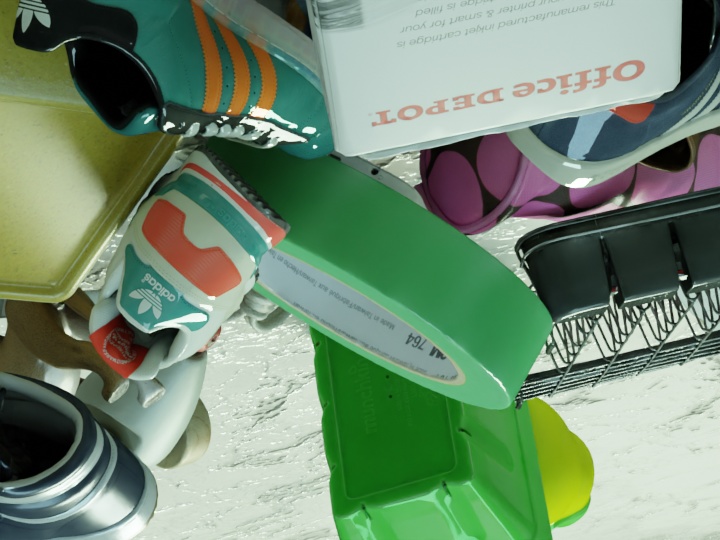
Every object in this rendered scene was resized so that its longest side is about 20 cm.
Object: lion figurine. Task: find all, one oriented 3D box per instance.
[{"bbox_3d":[-0.173,0.051,1.250,0.072,0.123,0.200,-26,159,-47],"label":"lion figurine"}]

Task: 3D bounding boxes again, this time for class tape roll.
[{"bbox_3d":[0.000,0.000,1.180,0.200,0.048,0.201,29,169,6],"label":"tape roll"}]

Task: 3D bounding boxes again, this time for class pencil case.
[{"bbox_3d":[0.119,-0.053,1.242,0.199,0.091,0.094,5,137,-41],"label":"pencil case"}]

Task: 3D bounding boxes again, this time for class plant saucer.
[{"bbox_3d":[-0.172,-0.050,1.068,0.199,0.049,0.200,6,139,-35],"label":"plant saucer"}]

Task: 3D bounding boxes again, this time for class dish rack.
[{"bbox_3d":[0.151,0.018,1.266,0.152,0.055,0.200,-11,163,-9],"label":"dish rack"}]

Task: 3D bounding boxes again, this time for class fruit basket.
[{"bbox_3d":[0.058,0.116,1.486,0.155,0.217,0.216,-17,159,13],"label":"fruit basket"}]

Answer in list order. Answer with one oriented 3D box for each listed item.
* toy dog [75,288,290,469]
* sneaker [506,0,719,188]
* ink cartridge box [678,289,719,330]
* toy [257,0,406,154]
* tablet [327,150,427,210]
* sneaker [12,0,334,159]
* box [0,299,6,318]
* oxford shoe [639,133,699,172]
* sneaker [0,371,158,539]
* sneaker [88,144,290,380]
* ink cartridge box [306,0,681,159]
[{"bbox_3d":[-0.125,0.039,1.332,0.201,0.096,0.132,-57,158,13],"label":"toy dog"},{"bbox_3d":[0.149,-0.110,1.062,0.200,0.075,0.085,-37,161,-42],"label":"sneaker"},{"bbox_3d":[0.288,-0.026,1.474,0.198,0.041,0.200,-18,159,15],"label":"ink cartridge box"},{"bbox_3d":[0.018,-0.106,1.050,0.115,0.047,0.200,25,143,-19],"label":"toy"},{"bbox_3d":[-0.007,-0.033,1.221,0.130,0.014,0.200,26,170,19],"label":"tablet"},{"bbox_3d":[-0.078,-0.085,0.997,0.071,0.080,0.200,16,166,41],"label":"sneaker"},{"bbox_3d":[-0.250,-0.011,1.208,0.199,0.041,0.156,-8,160,-15],"label":"box"},{"bbox_3d":[0.103,-0.099,1.126,0.199,0.072,0.071,20,146,-40],"label":"oxford shoe"},{"bbox_3d":[-0.210,0.108,1.159,0.199,0.071,0.109,-13,151,6],"label":"sneaker"},{"bbox_3d":[-0.095,0.007,1.088,0.093,0.070,0.200,-48,-178,-15],"label":"sneaker"},{"bbox_3d":[0.044,-0.147,0.880,0.145,0.085,0.201,-11,143,-2],"label":"ink cartridge box"}]
